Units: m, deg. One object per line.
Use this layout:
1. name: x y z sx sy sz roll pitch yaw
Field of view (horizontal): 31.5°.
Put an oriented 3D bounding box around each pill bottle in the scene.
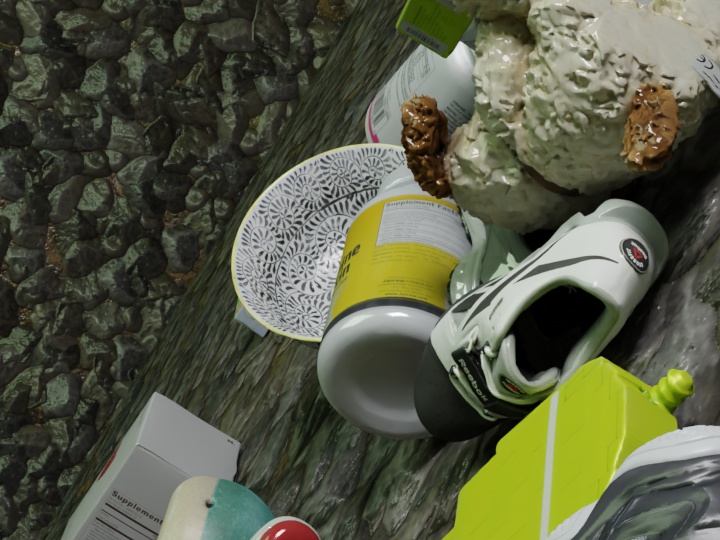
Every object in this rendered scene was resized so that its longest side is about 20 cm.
1. pill bottle: 0.037 0.012 0.901 0.112 0.111 0.201 -49 17 36
2. pill bottle: 0.095 -0.160 1.106 0.200 0.113 0.114 -42 20 52

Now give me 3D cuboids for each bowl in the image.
1. bowl: 0.000 0.000 1.071 0.198 0.095 0.203 -11 51 14

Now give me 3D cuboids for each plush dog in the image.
1. plush dog: 0.119 -0.083 0.733 0.172 0.197 0.162 128 146 -51

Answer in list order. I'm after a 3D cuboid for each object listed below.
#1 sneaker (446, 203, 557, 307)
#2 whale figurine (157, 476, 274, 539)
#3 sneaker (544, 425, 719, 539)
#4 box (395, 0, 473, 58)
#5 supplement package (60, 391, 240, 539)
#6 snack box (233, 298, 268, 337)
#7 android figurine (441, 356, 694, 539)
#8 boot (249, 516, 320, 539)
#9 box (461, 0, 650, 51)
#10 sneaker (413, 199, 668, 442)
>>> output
1. sneaker: 0.110 -0.030 0.856 0.079 0.074 0.201 -38 26 29
2. whale figurine: -0.117 0.263 1.029 0.160 0.102 0.202 -79 0 -58
3. sneaker: 0.084 0.153 0.457 0.201 0.075 0.114 -52 10 17
4. box: 0.095 -0.247 0.818 0.202 0.047 0.122 -62 3 -13
5. supplement package: -0.235 0.261 1.398 0.201 0.119 0.122 -54 11 18
6. snack box: -0.093 -0.027 1.696 0.201 0.053 0.143 -55 11 17
7. android figurine: 0.088 0.123 0.605 0.200 0.041 0.183 -51 14 34
8. boot: -0.055 0.255 0.805 0.144 0.072 0.202 -28 40 67
9. box: 0.175 -0.221 0.890 0.201 0.130 0.199 -57 11 4
10. sneaker: 0.082 0.045 0.710 0.200 0.074 0.089 -50 0 39
